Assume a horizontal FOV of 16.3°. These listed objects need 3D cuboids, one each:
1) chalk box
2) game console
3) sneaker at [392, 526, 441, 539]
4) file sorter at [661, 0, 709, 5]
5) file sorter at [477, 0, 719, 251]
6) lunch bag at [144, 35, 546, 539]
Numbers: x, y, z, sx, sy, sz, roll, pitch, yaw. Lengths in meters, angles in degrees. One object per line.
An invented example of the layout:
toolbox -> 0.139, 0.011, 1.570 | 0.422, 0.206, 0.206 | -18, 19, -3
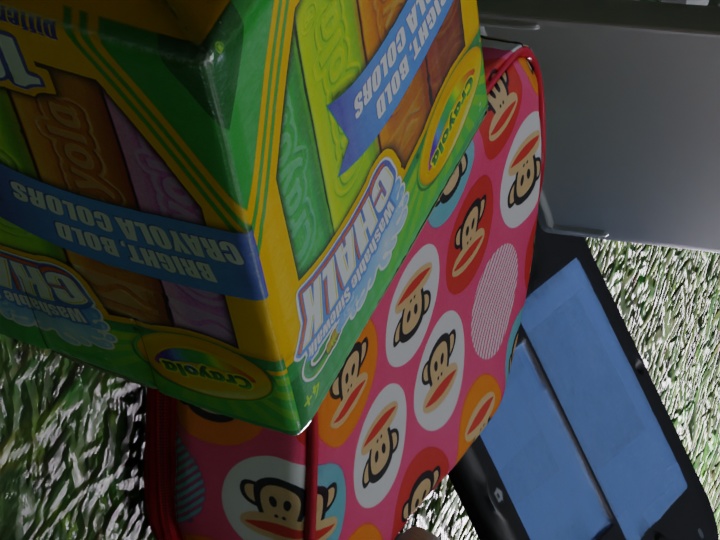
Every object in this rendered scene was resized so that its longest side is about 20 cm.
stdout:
chalk box -> -0.047, -0.049, 0.653 | 0.125, 0.123, 0.200 | -61, 157, -28
game console -> 0.086, 0.070, 1.090 | 0.201, 0.031, 0.177 | 64, 28, -4
sneaker -> -0.026, 0.151, 0.889 | 0.147, 0.080, 0.200 | -55, 173, 13
file sorter -> 0.222, -0.204, 1.191 | 0.139, 0.124, 0.201 | -14, 106, -68
file sorter -> 0.170, -0.095, 1.047 | 0.125, 0.199, 0.139 | -65, 148, -32
lunch bag -> 0.000, 0.000, 0.884 | 0.200, 0.082, 0.177 | -47, 148, -49
